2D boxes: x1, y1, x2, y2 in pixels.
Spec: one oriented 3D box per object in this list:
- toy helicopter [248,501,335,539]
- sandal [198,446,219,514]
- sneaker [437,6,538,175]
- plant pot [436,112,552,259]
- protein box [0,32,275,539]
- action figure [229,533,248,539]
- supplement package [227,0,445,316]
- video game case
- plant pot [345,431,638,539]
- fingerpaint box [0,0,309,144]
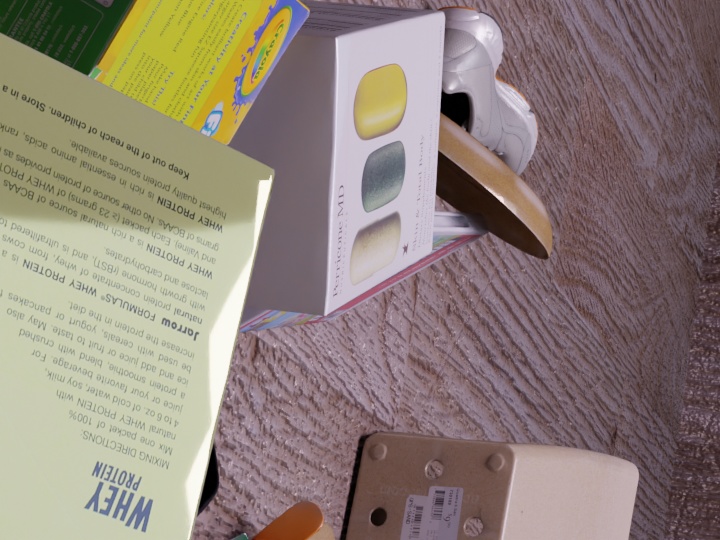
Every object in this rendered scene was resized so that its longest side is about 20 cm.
[{"bbox_3d":[-0.073,0.234,1.364,0.200,0.079,0.132,-47,147,-43],"label":"toy helicopter"},{"bbox_3d":[-0.107,0.109,1.252,0.075,0.045,0.200,67,34,-57],"label":"sandal"},{"bbox_3d":[0.089,-0.128,1.760,0.092,0.076,0.200,-66,148,-27],"label":"sneaker"},{"bbox_3d":[0.061,-0.078,1.476,0.028,0.200,0.200,-52,157,-5],"label":"plant pot"},{"bbox_3d":[-0.165,0.026,0.775,0.198,0.135,0.200,25,69,-37],"label":"protein box"},{"bbox_3d":[-0.077,0.273,1.297,0.118,0.055,0.200,-46,141,-32],"label":"action figure"},{"bbox_3d":[-0.053,-0.072,1.189,0.200,0.150,0.152,-29,124,-69],"label":"supplement package"},{"bbox_3d":[0.000,0.000,1.417,0.017,0.143,0.200,63,17,8],"label":"video game case"},{"bbox_3d":[0.087,0.222,1.686,0.177,0.200,0.200,35,62,-56],"label":"plant pot"},{"bbox_3d":[-0.127,-0.074,0.981,0.200,0.073,0.167,-59,161,2],"label":"fingerpaint box"}]
